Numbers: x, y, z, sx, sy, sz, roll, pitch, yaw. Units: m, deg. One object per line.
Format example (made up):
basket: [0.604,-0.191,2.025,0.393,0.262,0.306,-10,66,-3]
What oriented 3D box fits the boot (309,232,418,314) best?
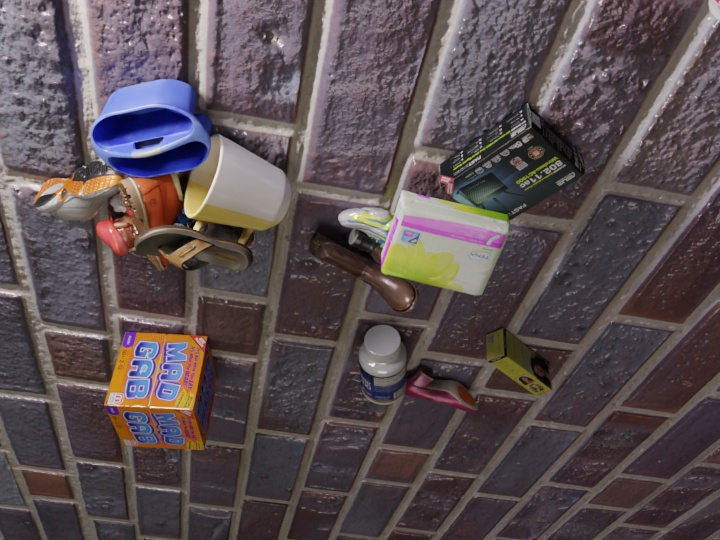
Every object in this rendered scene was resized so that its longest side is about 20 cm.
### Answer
boot: [0.000,0.000,1.451,0.200,0.186,0.064,31,93,-29]

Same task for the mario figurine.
mario figurine: [-0.403,-0.098,1.444,0.199,0.106,0.124,-9,104,0]

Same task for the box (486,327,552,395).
box: [0.368,0.213,1.748,0.050,0.075,0.200,-27,133,36]

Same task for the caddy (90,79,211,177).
caddy: [-0.338,-0.224,1.236,0.199,0.105,0.142,-8,141,14]

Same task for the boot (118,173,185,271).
boot: [-0.354,-0.089,1.356,0.107,0.075,0.200,-28,137,-27]

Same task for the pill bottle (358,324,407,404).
pill bottle: [0.052,0.216,1.745,0.111,0.111,0.200,1,141,4]

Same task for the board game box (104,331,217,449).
board game box: [-0.466,0.288,1.804,0.199,0.200,0.200,2,141,0]

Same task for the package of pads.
package of pads: [0.146,-0.043,1.333,0.199,0.068,0.155,12,127,-7]

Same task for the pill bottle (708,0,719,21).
pill bottle: [0.509,-0.410,0.934,0.112,0.113,0.200,-3,141,8]

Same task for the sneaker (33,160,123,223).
sneaker: [-0.500,-0.138,1.395,0.199,0.076,0.092,-10,147,28]

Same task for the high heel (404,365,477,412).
high heel: [0.194,0.315,1.883,0.200,0.067,0.096,30,125,-21]

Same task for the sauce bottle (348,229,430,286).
sauce bottle: [0.071,-0.032,1.477,0.200,0.065,0.065,26,136,-23]

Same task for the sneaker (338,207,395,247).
sneaker: [0.057,-0.061,1.401,0.199,0.076,0.105,3,101,-1]

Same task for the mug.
mug: [-0.216,-0.130,1.324,0.153,0.150,0.187,18,138,-30]

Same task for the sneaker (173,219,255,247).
sneaker: [-0.269,-0.071,1.402,0.077,0.200,0.082,4,103,31]

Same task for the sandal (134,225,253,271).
sandal: [-0.283,-0.025,1.285,0.199,0.055,0.082,15,141,-19]

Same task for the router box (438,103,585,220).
router box: [0.255,-0.171,1.290,0.150,0.062,0.200,31,134,-31]
